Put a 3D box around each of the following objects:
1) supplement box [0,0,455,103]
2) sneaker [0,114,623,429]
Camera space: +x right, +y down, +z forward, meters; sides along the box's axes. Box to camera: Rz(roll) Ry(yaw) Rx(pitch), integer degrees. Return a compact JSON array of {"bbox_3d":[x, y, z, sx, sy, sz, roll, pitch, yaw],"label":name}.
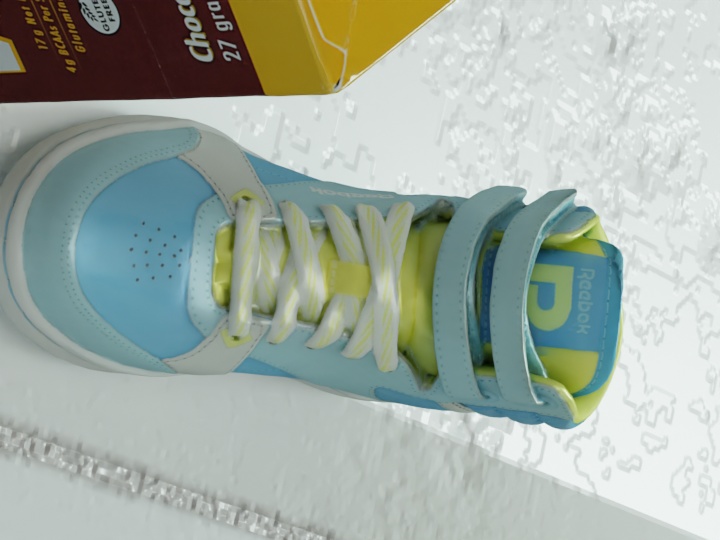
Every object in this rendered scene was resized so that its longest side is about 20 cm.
[{"bbox_3d":[-0.043,-0.144,0.646,0.197,0.199,0.134,-41,120,-39],"label":"supplement box"},{"bbox_3d":[0.000,0.000,0.751,0.199,0.130,0.080,8,87,-47],"label":"sneaker"}]
